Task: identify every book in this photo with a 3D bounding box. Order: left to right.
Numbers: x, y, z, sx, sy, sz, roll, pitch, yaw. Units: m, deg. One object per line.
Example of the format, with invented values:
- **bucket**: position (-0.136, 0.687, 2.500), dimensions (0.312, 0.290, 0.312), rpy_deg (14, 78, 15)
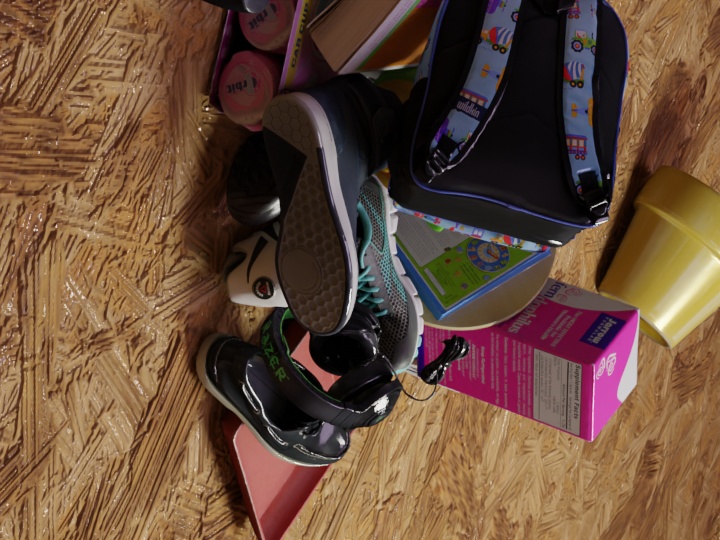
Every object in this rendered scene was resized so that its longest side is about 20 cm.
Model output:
- **book**: position (0.063, -0.222, 1.574), dimensions (0.133, 0.048, 0.199), rpy_deg (-42, 164, 28)

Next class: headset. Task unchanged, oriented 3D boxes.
- **headset**: position (0.004, 0.077, 1.706), dimensions (0.199, 0.124, 0.094), rpy_deg (13, 135, -41)

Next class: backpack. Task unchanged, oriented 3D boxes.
- **backpack**: position (0.121, -0.134, 1.545), dimensions (0.135, 0.181, 0.202), rpy_deg (135, -34, -74)

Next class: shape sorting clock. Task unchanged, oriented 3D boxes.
- **shape sorting clock**: position (0.092, -0.033, 1.861), dimensions (0.201, 0.198, 0.039), rpy_deg (-60, 167, -22)

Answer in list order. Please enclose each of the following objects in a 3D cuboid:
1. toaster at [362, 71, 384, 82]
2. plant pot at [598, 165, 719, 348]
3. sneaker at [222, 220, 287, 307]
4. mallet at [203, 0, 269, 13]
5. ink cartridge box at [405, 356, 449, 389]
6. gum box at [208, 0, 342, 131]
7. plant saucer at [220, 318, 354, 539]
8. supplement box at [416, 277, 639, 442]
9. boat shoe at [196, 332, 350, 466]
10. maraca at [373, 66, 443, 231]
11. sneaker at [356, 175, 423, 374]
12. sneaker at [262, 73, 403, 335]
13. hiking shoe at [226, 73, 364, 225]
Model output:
- **toaster**: position (0.069, -0.182, 1.807), dimensions (0.129, 0.113, 0.201), rpy_deg (-52, 152, -28)
- **plant pot**: position (0.426, -0.008, 2.598), dimensions (0.189, 0.200, 0.201), rpy_deg (-51, 153, -3)
- **sneaker**: position (-0.076, -0.012, 1.691), dimensions (0.200, 0.087, 0.075), rpy_deg (-60, 142, -79)
- **mallet**: position (-0.136, -0.220, 1.406), dimensions (0.199, 0.065, 0.042), rpy_deg (-3, 110, -63)
- **ink cartridge box**: position (0.067, 0.029, 1.984), dimensions (0.147, 0.083, 0.200), rpy_deg (-68, 154, -6)
- **gum box**: position (-0.053, -0.215, 1.579), dimensions (0.113, 0.066, 0.202), rpy_deg (-11, 118, -63)
- **plant saucer**: position (-0.067, 0.140, 1.847), dimensions (0.201, 0.036, 0.201), rpy_deg (-55, 151, -32)
- **supplement box**: position (0.163, 0.072, 1.875), dimensions (0.101, 0.198, 0.104), rpy_deg (-45, 144, -41)
- **boat shoe**: position (-0.061, 0.119, 1.721), dimensions (0.199, 0.066, 0.075), rpy_deg (47, 58, -36)
- **maraca**: position (0.059, -0.104, 1.697), dimensions (0.107, 0.137, 0.201), rpy_deg (-44, 161, -25)
- **sneaker**: position (0.000, 0.000, 1.779), dimensions (0.091, 0.077, 0.202), rpy_deg (-7, 82, -64)
- **sneaker**: position (-0.010, -0.060, 1.579), dimensions (0.146, 0.076, 0.205), rpy_deg (-32, 122, -56)
- **hiking shoe**: position (-0.047, -0.088, 1.674), dimensions (0.200, 0.075, 0.101), rpy_deg (-51, 145, -38)
